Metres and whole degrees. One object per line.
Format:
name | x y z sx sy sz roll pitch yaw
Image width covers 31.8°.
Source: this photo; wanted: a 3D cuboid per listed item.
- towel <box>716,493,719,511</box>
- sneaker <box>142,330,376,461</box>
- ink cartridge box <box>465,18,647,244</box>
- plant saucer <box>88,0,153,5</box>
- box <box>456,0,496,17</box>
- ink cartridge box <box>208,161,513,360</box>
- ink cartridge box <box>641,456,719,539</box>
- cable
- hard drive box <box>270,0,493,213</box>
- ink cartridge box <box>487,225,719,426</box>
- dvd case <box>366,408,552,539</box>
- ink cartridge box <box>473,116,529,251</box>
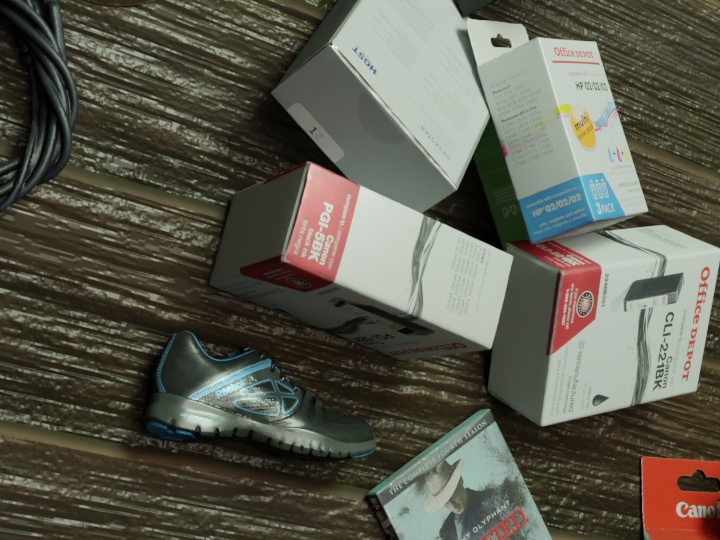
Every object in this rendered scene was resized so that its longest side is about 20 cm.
towel | 0.439 0.255 1.277 0.199 0.036 0.150 -21 83 -46
sneaker | -0.070 0.103 0.998 0.197 0.073 0.083 16 72 -29
ink cartridge box | 0.171 -0.133 1.097 0.114 0.067 0.203 -11 82 -54
plant saucer | -0.202 -0.316 1.015 0.198 0.036 0.204 6 78 -29
box | 0.160 -0.333 1.136 0.126 0.147 0.200 61 37 -7
ink cartridge box | 0.000 0.000 1.015 0.198 0.146 0.084 23 72 -25
ink cartridge box | 0.347 0.289 1.234 0.160 0.057 0.204 8 82 -30
cable | -0.290 -0.140 0.921 0.161 0.051 0.204 -4 84 -31
hard drive box | 0.033 -0.161 1.064 0.156 0.076 0.201 47 39 -15
ink cartridge box | 0.223 0.045 1.150 0.197 0.083 0.147 -8 112 -33
dvd case | 0.103 0.246 1.108 0.145 0.022 0.202 -29 96 -32
ink cartridge box | 0.176 -0.073 1.186 0.103 0.059 0.203 -19 91 -32
